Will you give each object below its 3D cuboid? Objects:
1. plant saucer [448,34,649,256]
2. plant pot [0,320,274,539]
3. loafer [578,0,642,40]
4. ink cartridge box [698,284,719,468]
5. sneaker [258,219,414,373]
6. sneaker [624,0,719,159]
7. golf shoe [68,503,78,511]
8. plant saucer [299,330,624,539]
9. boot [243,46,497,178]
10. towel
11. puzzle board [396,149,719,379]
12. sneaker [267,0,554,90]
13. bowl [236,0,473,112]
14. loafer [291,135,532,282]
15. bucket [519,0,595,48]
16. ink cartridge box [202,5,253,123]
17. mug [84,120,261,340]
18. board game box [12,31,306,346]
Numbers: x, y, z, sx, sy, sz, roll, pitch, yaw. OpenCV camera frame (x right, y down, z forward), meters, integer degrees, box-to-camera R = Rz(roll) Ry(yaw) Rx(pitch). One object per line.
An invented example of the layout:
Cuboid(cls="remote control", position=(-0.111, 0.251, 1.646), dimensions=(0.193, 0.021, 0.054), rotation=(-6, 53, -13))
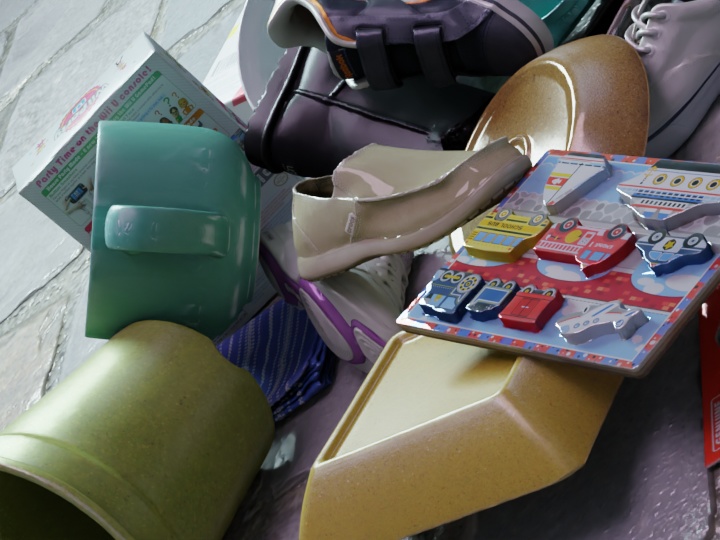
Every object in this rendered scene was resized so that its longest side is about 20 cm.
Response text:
Cuboid(cls="plant saucer", position=(0.107, -0.059, 1.448), dimensions=(0.200, 0.035, 0.200), rotation=(-45, 34, 42))
Cuboid(cls="plant pot", position=(-0.156, 0.138, 1.515), dimensions=(0.200, 0.200, 0.184), rotation=(-22, 24, 46))
Cuboid(cls="loafer", position=(0.154, -0.142, 1.535), dimensions=(0.200, 0.063, 0.072), rotation=(-49, 25, -2))
Cuboid(cls="ink cartridge box", position=(0.236, -0.012, 1.222), dimensions=(0.174, 0.044, 0.200), rotation=(-33, 28, 28))
Cuboid(cls="sneaker", position=(0.000, 0.000, 1.569), dimensions=(0.100, 0.075, 0.200), rotation=(-29, 32, -10))
Cuboid(cls="sneaker", position=(0.192, -0.137, 1.452), dimensions=(0.200, 0.071, 0.073), rotation=(-49, 23, -2))
Cuboid(cls="golf shoe", position=(-0.176, 0.104, 1.645), dimensions=(0.078, 0.094, 0.200), rotation=(-27, 28, 47))
Cuboid(cls="plant saucer", position=(0.060, 0.070, 1.322), dimensions=(0.200, 0.048, 0.200), rotation=(-25, 19, 34))
Cuboid(cls="boot", position=(0.030, -0.134, 1.623), dimensions=(0.168, 0.076, 0.200), rotation=(18, 74, 23))
Cuboid(cls="towel", position=(-0.090, 0.080, 1.666), dimensions=(0.200, 0.024, 0.145), rotation=(-35, 26, 28))
Cuboid(cls="puzzle board", position=(0.125, -0.012, 1.277), dimensions=(0.151, 0.017, 0.200), rotation=(-49, 32, -22))
Cuboid(cls="sneaker", position=(0.029, -0.154, 1.546), dimensions=(0.200, 0.078, 0.079), rotation=(19, 62, 30))
Cuboid(cls="bowl", position=(0.015, -0.170, 1.736), dimensions=(0.201, 0.090, 0.201), rotation=(-8, 72, 26))
Cuboid(cls="loafer", position=(0.021, -0.047, 1.438), dimensions=(0.200, 0.068, 0.076), rotation=(-22, 7, 44))
Cuboid(cls="bucket", position=(0.132, -0.258, 1.586), dimensions=(0.207, 0.135, 0.207), rotation=(-53, -2, -3))
Cuboid(cls="ink cartridge box", position=(-0.042, -0.185, 1.913), dimensions=(0.145, 0.083, 0.200), rotation=(-22, 35, 45))
Cuboid(cls="mug", position=(-0.128, -0.017, 1.589), dimensions=(0.185, 0.114, 0.152), rotation=(-97, 13, -57))
Cuboid(cls="board game box", position=(-0.135, -0.056, 1.730), dimensions=(0.148, 0.200, 0.064), rotation=(-45, 24, 7))
